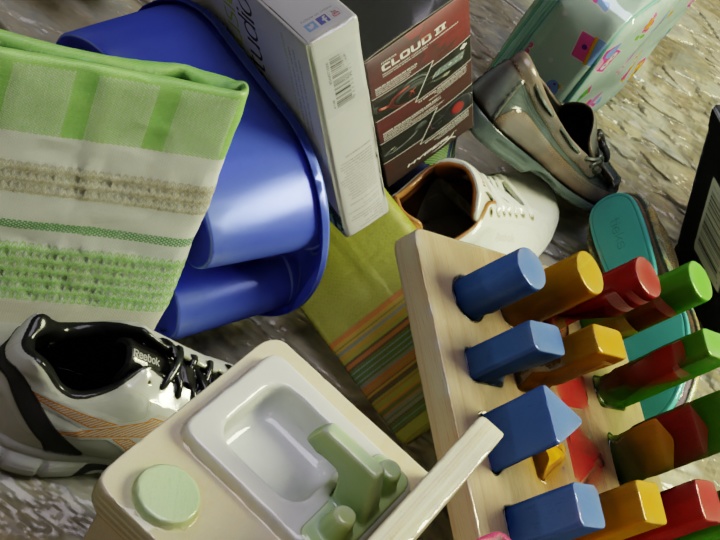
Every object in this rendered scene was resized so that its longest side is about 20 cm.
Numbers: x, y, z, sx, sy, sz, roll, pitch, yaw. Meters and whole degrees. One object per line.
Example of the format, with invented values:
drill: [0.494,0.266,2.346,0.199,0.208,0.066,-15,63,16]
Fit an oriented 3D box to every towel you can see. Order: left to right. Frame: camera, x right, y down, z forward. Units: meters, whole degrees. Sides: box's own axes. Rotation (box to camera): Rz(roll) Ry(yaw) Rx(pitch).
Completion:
towel: [-0.152,-0.026,0.710,0.148,0.201,0.031,7,40,-28]
towel: [0.000,0.000,0.872,0.086,0.018,0.201,-36,77,-5]

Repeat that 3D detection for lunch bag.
lunch bag: [0.185,-0.191,1.111,0.077,0.161,0.200,42,43,9]

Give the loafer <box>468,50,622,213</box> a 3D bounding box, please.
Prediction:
loafer: [0.141,-0.093,1.013,0.199,0.063,0.072,20,31,-53]

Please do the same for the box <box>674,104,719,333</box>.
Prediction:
box: [0.340,-0.037,1.026,0.197,0.149,0.105,-5,44,-12]

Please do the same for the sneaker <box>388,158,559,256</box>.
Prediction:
sneaker: [0.079,-0.037,0.957,0.199,0.085,0.073,-23,64,-45]

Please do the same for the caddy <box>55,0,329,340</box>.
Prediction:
caddy: [-0.097,-0.059,0.822,0.104,0.142,0.201,-21,65,-38]

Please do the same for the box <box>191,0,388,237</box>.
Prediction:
box: [-0.060,-0.129,0.827,0.036,0.145,0.200,-30,51,-16]

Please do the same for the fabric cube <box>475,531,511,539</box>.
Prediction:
fabric cube: [0.008,0.259,0.546,0.199,0.200,0.197,-20,63,-43]

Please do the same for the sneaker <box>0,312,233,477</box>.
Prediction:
sneaker: [-0.098,0.070,0.746,0.198,0.080,0.074,8,47,-29]

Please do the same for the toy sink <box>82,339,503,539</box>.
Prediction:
toy sink: [-0.050,0.119,0.639,0.112,0.201,0.130,41,42,8]

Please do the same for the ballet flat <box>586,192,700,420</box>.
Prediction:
ballet flat: [0.197,0.035,0.987,0.070,0.071,0.202,14,47,-21]

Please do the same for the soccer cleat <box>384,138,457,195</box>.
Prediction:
soccer cleat: [-0.011,-0.138,0.992,0.200,0.084,0.065,44,42,10]

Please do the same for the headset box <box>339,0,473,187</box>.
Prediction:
headset box: [-0.005,-0.159,0.856,0.075,0.200,0.149,-35,72,-6]

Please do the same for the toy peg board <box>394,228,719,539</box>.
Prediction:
toy peg board: [0.134,0.072,0.805,0.198,0.097,0.202,15,56,-47]
